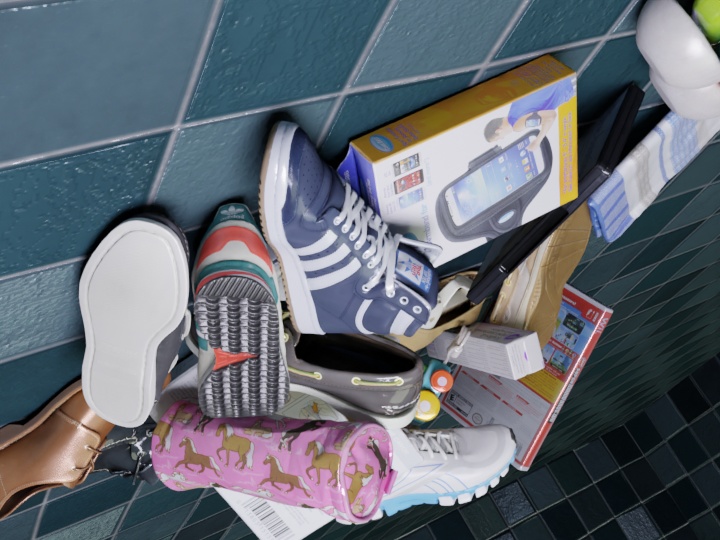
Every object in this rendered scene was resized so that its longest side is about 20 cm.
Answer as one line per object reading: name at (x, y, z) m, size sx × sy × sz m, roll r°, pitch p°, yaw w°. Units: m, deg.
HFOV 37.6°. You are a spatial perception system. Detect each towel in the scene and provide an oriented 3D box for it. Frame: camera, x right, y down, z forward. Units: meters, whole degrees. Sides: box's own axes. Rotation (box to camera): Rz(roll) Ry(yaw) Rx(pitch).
towel at (0.304, -0.116, 1.052) m, size 0.200 × 0.024 × 0.147 m, roll -46°, pitch 159°, yaw 2°

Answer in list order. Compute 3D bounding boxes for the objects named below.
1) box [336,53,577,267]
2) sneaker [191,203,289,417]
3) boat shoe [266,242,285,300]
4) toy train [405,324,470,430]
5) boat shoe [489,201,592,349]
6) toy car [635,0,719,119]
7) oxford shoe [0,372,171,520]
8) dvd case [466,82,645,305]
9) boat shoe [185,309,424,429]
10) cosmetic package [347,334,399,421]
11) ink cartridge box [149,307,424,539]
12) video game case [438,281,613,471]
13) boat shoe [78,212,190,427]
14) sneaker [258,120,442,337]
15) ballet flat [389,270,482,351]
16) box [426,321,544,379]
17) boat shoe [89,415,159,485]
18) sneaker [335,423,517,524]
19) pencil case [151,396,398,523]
box at (0.074, -0.070, 0.795) m, size 0.200 × 0.041 × 0.119 m, roll -27°, pitch 134°, yaw -17°
sneaker at (-0.088, 0.033, 0.781) m, size 0.070 × 0.094 × 0.200 m, roll -1°, pitch 144°, yaw -4°
boat shoe at (0.000, 0.002, 0.863) m, size 0.202 × 0.086 × 0.075 m, roll -19°, pitch 157°, yaw -27°
toy train at (0.044, 0.142, 1.127) m, size 0.200 × 0.056 × 0.150 m, roll -63°, pitch -179°, yaw 37°
boat shoe at (0.181, -0.007, 1.108) m, size 0.074 × 0.069 × 0.200 m, roll -7°, pitch 122°, yaw -43°
toy car at (0.319, -0.173, 0.807) m, size 0.175 × 0.150 × 0.200 m, roll -35°, pitch 160°, yaw 13°
oxford shoe at (-0.234, 0.139, 0.886) m, size 0.200 × 0.071 × 0.071 m, roll -34°, pitch 159°, yaw 4°
dvd case at (0.173, -0.066, 0.951) m, size 0.200 × 0.018 × 0.143 m, roll -49°, pitch -175°, yaw 44°
boat shoe at (-0.045, 0.063, 0.854) m, size 0.072 × 0.201 × 0.061 m, roll -62°, pitch 167°, yaw -51°
cosmetic package at (-0.033, 0.118, 1.053) m, size 0.200 × 0.105 × 0.071 m, roll 103°, pitch 7°, yaw -63°
ink cartridge box at (-0.068, 0.139, 0.960) m, size 0.173 × 0.200 × 0.044 m, roll -34°, pitch -162°, yaw 9°
video game case at (0.178, 0.099, 1.173) m, size 0.017 × 0.143 × 0.200 m, roll 16°, pitch 104°, yaw -44°
boat shoe at (-0.152, 0.028, 0.745) m, size 0.060 × 0.074 × 0.200 m, roll -68°, pitch 175°, yaw -48°
sneaker at (-0.002, -0.022, 0.718) m, size 0.108 × 0.070 × 0.200 m, roll 6°, pitch 144°, yaw 12°
ballet flat at (0.071, 0.035, 1.099) m, size 0.200 × 0.069 × 0.063 m, roll -19°, pitch 151°, yaw -55°
box at (0.127, 0.081, 1.142) m, size 0.039 × 0.042 × 0.200 m, roll -20°, pitch -171°, yaw -20°
boat shoe at (-0.201, 0.173, 1.019) m, size 0.199 × 0.066 × 0.075 m, roll -8°, pitch 151°, yaw -47°
sneaker at (0.051, 0.181, 1.020) m, size 0.200 × 0.075 × 0.087 m, roll -18°, pitch 125°, yaw 3°
pencil case at (-0.072, 0.152, 0.856) m, size 0.200 × 0.083 × 0.086 m, roll 2°, pitch -164°, yaw 31°
